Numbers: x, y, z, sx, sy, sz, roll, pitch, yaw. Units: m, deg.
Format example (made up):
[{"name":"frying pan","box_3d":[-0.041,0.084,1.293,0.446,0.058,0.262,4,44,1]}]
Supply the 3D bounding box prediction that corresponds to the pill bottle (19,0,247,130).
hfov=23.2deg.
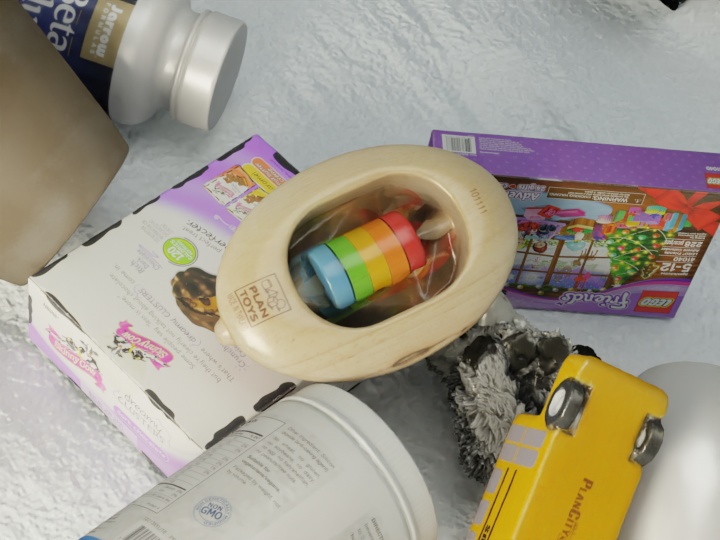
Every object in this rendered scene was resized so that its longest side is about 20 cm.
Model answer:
[{"name":"pill bottle","box_3d":[-0.187,-0.168,1.238,0.200,0.111,0.111,19,53,3]}]

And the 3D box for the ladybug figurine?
[{"name":"ladybug figurine","box_3d":[0.000,0.000,1.073,0.200,0.072,0.136,-22,79,-16]}]

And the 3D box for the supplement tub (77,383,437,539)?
[{"name":"supplement tub","box_3d":[-0.069,0.168,0.999,0.200,0.132,0.132,-32,65,-30]}]

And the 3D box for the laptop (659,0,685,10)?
[{"name":"laptop","box_3d":[0.220,-0.316,1.427,0.187,0.200,0.116,42,91,20]}]

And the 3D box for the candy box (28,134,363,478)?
[{"name":"candy box","box_3d":[-0.087,0.027,1.137,0.200,0.072,0.168,-35,67,-31]}]

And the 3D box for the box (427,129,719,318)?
[{"name":"box","box_3d":[0.134,-0.028,1.180,0.200,0.137,0.039,4,52,-7]}]

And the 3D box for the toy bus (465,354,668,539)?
[{"name":"toy bus","box_3d":[0.107,0.150,1.020,0.065,0.078,0.200,25,82,-15]}]

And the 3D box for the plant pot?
[{"name":"plant pot","box_3d":[-0.250,-0.088,1.125,0.174,0.200,0.200,37,52,-14]}]

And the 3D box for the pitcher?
[{"name":"pitcher","box_3d":[0.216,0.171,1.074,0.172,0.121,0.200,26,57,-22]}]

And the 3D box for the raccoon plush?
[{"name":"raccoon plush","box_3d":[0.078,0.108,1.125,0.097,0.134,0.200,18,84,-16]}]
